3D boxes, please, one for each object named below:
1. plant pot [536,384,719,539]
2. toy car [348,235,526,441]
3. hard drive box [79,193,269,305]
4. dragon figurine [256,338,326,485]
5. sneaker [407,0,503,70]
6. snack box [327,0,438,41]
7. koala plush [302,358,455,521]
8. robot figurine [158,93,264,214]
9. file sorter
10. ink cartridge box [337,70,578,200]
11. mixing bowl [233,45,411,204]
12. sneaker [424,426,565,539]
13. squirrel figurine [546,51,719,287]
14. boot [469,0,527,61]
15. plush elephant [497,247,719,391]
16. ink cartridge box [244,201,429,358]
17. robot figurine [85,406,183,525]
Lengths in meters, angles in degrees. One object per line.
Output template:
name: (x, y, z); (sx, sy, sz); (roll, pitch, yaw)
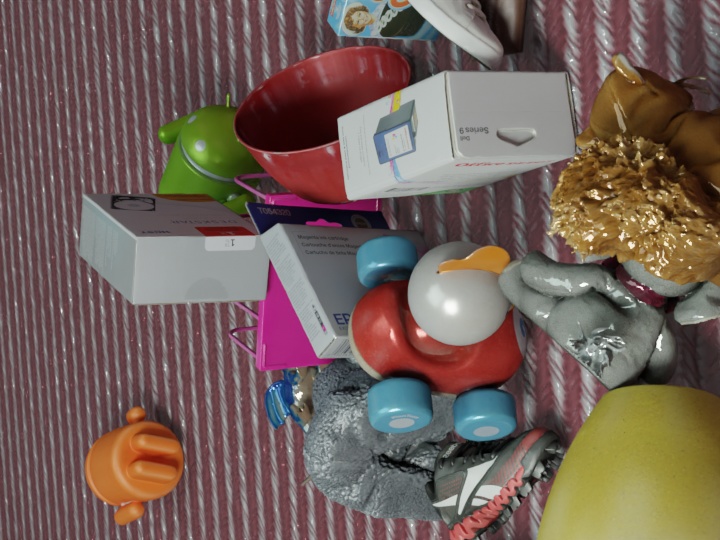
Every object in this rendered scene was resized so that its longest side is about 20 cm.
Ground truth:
plant pot: (0.245, 0.175, 1.294); (0.200, 0.199, 0.143); (-27, 52, 57)
toy car: (0.099, 0.035, 1.475); (0.200, 0.176, 0.185); (131, 141, -54)
hard drive box: (-0.209, -0.027, 1.762); (0.200, 0.155, 0.077); (32, 119, 58)
dragon figurine: (-0.077, 0.159, 1.923); (0.099, 0.059, 0.201); (-20, 77, 58)
sneaker: (0.081, -0.277, 1.484); (0.085, 0.073, 0.200); (-43, 67, 13)
snack box: (0.045, -0.328, 1.583); (0.037, 0.116, 0.201); (-122, 39, -48)
koala plush: (0.005, 0.153, 1.699); (0.200, 0.183, 0.178); (-130, 44, -60)
robot figurine: (-0.185, -0.125, 2.001); (0.176, 0.115, 0.200); (65, 144, 32)
file sorter: (-0.072, -0.006, 1.816); (0.125, 0.138, 0.201); (31, 121, 57)
ink cartridge box: (0.090, -0.128, 1.515); (0.200, 0.145, 0.088); (-12, 83, 60)
mixing bowl: (-0.024, -0.142, 1.694); (0.200, 0.200, 0.109); (35, 153, 52)
sneaker: (0.125, 0.199, 1.566); (0.098, 0.071, 0.201); (50, 140, 12)
squirrel figurine: (0.235, -0.081, 1.220); (0.187, 0.199, 0.142); (47, 142, 23)
boot: (0.153, -0.279, 1.467); (0.186, 0.064, 0.201); (-135, 49, -57)
plush elephant: (0.226, 0.012, 1.326); (0.165, 0.155, 0.200); (41, -178, -2)
ink cartridge box: (0.000, 0.000, 1.632); (0.043, 0.196, 0.201); (-48, 56, 36)
robot figurine: (-0.330, 0.281, 2.312); (0.200, 0.116, 0.144); (-24, 95, 57)
